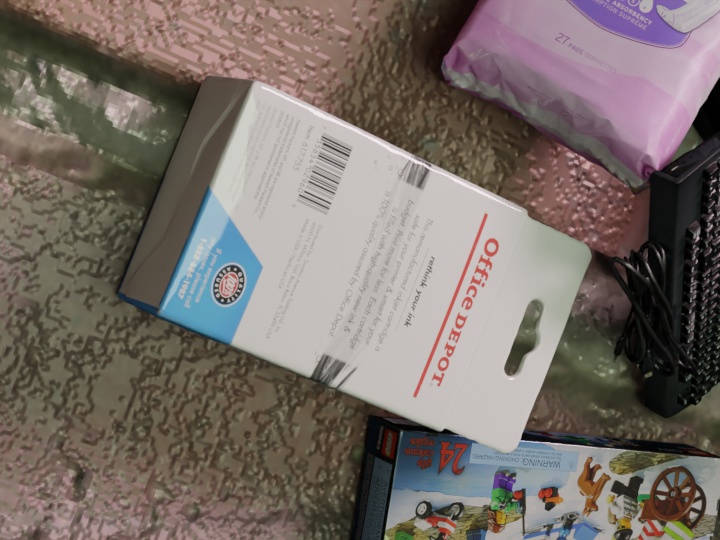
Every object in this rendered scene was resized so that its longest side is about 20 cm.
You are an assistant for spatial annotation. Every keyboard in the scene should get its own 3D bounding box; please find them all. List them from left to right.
[{"bbox_3d":[0.174,0.015,0.967,0.104,0.040,0.201,-33,144,-17],"label":"keyboard"}]

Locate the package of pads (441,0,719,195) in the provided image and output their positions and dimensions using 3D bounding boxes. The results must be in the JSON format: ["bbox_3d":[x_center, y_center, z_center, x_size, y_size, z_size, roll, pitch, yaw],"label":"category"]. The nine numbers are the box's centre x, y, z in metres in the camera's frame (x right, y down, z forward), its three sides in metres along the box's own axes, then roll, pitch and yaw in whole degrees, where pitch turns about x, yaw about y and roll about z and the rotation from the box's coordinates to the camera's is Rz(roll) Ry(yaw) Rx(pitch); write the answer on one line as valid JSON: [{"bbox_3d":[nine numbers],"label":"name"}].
[{"bbox_3d":[0.139,-0.148,0.945,0.120,0.076,0.201,31,82,5],"label":"package of pads"}]

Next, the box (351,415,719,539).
[{"bbox_3d":[0.089,0.153,1.002,0.199,0.038,0.138,7,94,-26],"label":"box"}]

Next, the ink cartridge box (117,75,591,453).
[{"bbox_3d":[0.000,0.000,0.923,0.199,0.068,0.117,24,86,-25],"label":"ink cartridge box"}]

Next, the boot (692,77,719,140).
[{"bbox_3d":[0.249,-0.064,0.981,0.079,0.158,0.212,-32,110,-15],"label":"boot"}]
